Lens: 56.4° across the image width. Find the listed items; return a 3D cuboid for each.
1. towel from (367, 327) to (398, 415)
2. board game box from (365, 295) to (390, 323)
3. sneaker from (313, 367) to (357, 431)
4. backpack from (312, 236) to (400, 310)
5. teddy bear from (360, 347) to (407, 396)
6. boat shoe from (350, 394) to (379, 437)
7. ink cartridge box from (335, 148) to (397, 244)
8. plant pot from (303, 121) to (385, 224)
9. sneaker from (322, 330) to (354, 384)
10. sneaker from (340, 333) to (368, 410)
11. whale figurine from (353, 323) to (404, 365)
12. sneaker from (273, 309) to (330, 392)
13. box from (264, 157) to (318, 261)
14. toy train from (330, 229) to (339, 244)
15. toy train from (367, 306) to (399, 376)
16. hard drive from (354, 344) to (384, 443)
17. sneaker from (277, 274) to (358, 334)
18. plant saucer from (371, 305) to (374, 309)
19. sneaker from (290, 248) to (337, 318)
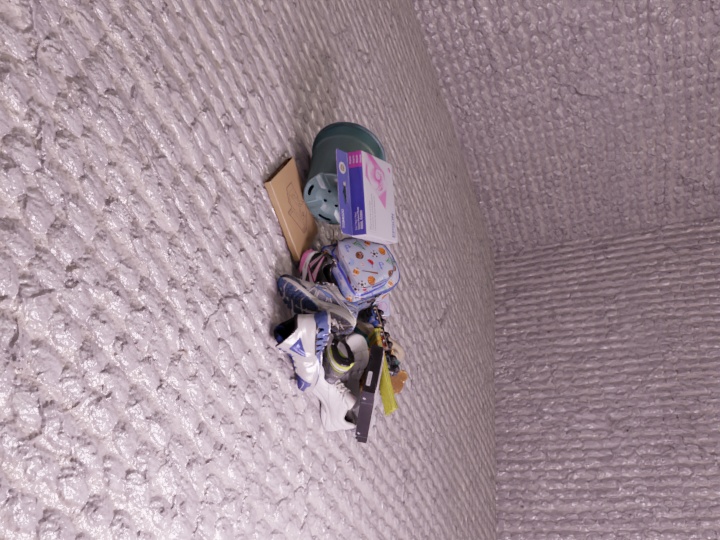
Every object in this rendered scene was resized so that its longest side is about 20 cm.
[{"bbox_3d":[0.054,0.248,1.647,0.086,0.018,0.203,118,-39,-66],"label":"towel"},{"bbox_3d":[0.039,0.039,1.892,0.200,0.040,0.204,130,-44,-78],"label":"board game box"},{"bbox_3d":[-0.054,0.285,1.576,0.078,0.098,0.203,-49,127,-51],"label":"sneaker"},{"bbox_3d":[0.000,0.000,1.649,0.189,0.154,0.203,-16,75,-41],"label":"backpack"},{"bbox_3d":[0.027,0.253,1.750,0.197,0.067,0.148,14,92,-24],"label":"teddy bear"},{"bbox_3d":[0.000,0.358,1.763,0.067,0.073,0.200,59,16,-13],"label":"boat shoe"},{"bbox_3d":[0.018,-0.171,1.565,0.199,0.043,0.200,9,75,-58],"label":"ink cartridge box"},{"bbox_3d":[-0.049,-0.232,1.672,0.198,0.197,0.202,-73,147,-48],"label":"plant pot"},{"bbox_3d":[-0.069,0.174,1.528,0.073,0.081,0.201,26,25,-21],"label":"sneaker"},{"bbox_3d":[-0.033,0.240,1.645,0.082,0.076,0.204,-131,-134,-62],"label":"sneaker"},{"bbox_3d":[0.037,0.215,1.845,0.104,0.158,0.200,-53,144,-2],"label":"whale figurine"},{"bbox_3d":[-0.136,0.163,1.450,0.081,0.113,0.202,-100,-160,-55],"label":"sneaker"},{"bbox_3d":[-0.159,-0.147,1.592,0.164,0.021,0.203,-64,139,-58],"label":"box"},{"bbox_3d":[-0.037,-0.017,1.793,0.116,0.083,0.204,-44,123,-78],"label":"toy train"},{"bbox_3d":[0.054,0.178,1.714,0.034,0.045,0.202,121,-37,-46],"label":"toy train"},{"bbox_3d":[0.022,0.294,1.588,0.141,0.037,0.202,-75,175,-47],"label":"hard drive"},{"bbox_3d":[-0.091,0.062,1.488,0.086,0.198,0.077,-59,180,-44],"label":"sneaker"},{"bbox_3d":[0.011,0.017,1.837,0.202,0.019,0.071,-103,-177,-49],"label":"plant saucer"},{"bbox_3d":[-0.102,0.050,1.547,0.080,0.085,0.204,21,73,-64],"label":"sneaker"}]
